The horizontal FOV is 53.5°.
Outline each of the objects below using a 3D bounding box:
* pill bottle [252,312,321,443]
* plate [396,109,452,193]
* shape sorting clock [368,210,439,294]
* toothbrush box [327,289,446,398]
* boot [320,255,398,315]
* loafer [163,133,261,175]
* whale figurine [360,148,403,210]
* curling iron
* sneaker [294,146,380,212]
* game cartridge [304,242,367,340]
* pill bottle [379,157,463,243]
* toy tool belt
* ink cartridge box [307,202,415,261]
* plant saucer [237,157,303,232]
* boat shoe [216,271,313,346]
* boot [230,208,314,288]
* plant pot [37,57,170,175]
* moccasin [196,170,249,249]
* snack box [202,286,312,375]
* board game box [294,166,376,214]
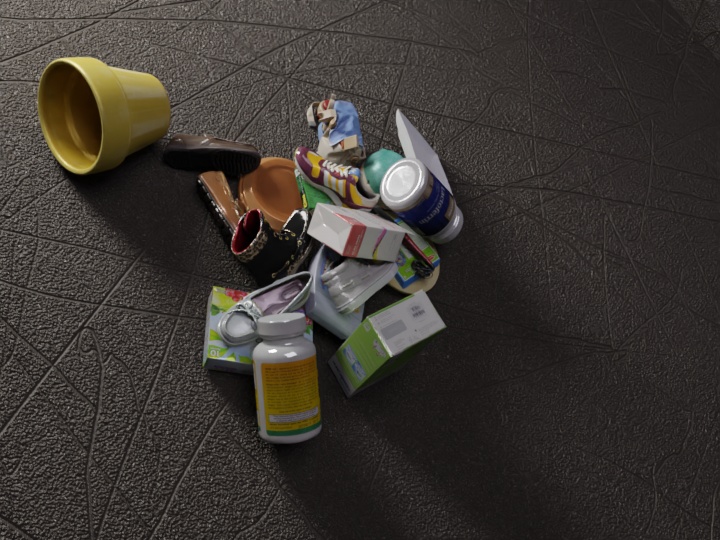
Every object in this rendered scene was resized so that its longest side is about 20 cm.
[{"bbox_3d":[-0.127,0.181,1.222,0.110,0.112,0.206,-7,96,-30],"label":"pill bottle"},{"bbox_3d":[0.147,-0.246,1.652,0.199,0.032,0.203,40,27,-46],"label":"plate"},{"bbox_3d":[0.091,-0.039,1.560,0.196,0.039,0.204,18,51,-23],"label":"shape sorting clock"},{"bbox_3d":[0.046,0.139,1.330,0.144,0.201,0.087,-23,71,-34],"label":"toothbrush box"},{"bbox_3d":[0.000,0.000,1.400,0.097,0.073,0.200,59,38,-7],"label":"boot"},{"bbox_3d":[-0.299,-0.249,1.456,0.195,0.074,0.072,6,54,-14],"label":"loafer"},{"bbox_3d":[0.090,-0.215,1.620,0.197,0.103,0.162,-12,70,-45],"label":"whale figurine"},{"bbox_3d":[0.091,-0.066,1.532,0.049,0.026,0.202,-26,76,-45],"label":"curling iron"},{"bbox_3d":[-0.046,-0.197,1.482,0.199,0.090,0.076,41,40,-18],"label":"sneaker"},{"bbox_3d":[-0.046,0.029,1.418,0.133,0.041,0.203,39,41,-28],"label":"game cartridge"},{"bbox_3d":[0.136,-0.143,1.528,0.199,0.114,0.118,36,42,-47],"label":"pill bottle"},{"bbox_3d":[-0.045,-0.328,1.611,0.122,0.123,0.204,0,61,-26],"label":"toy tool belt"},{"bbox_3d":[0.006,-0.072,1.425,0.197,0.069,0.116,5,21,-47],"label":"ink cartridge box"},{"bbox_3d":[-0.161,-0.159,1.506,0.196,0.038,0.204,13,56,-19],"label":"plant saucer"},{"bbox_3d":[-0.168,0.063,1.281,0.200,0.065,0.075,-28,75,-31],"label":"boat shoe"},{"bbox_3d":[-0.164,-0.064,1.365,0.072,0.151,0.203,10,63,33],"label":"boot"},{"bbox_3d":[-0.469,-0.297,1.347,0.202,0.201,0.188,51,37,10],"label":"plant pot"},{"bbox_3d":[-0.252,-0.112,1.415,0.076,0.074,0.203,-22,63,-26],"label":"moccasin"},{"bbox_3d":[-0.186,0.119,1.317,0.195,0.053,0.145,11,58,-21],"label":"snack box"},{"bbox_3d":[-0.050,-0.160,1.540,0.197,0.023,0.107,8,59,-41],"label":"board game box"}]
